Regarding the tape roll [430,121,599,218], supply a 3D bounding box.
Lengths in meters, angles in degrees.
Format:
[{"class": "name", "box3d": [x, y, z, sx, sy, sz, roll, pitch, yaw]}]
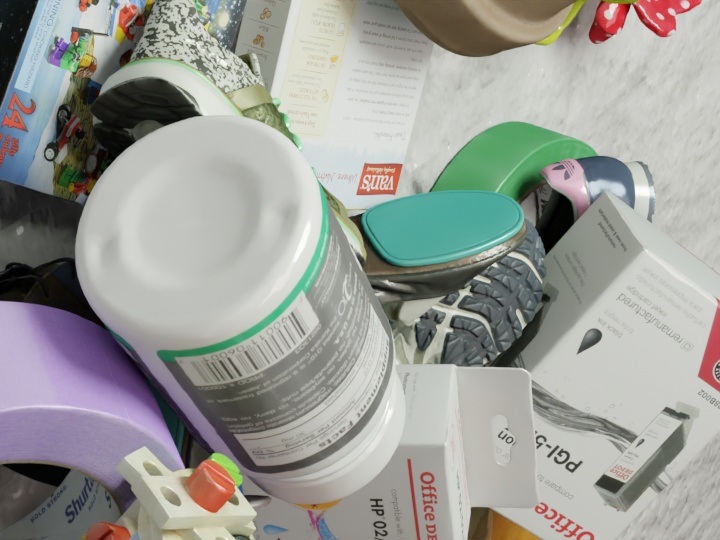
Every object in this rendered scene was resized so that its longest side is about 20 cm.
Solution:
[{"class": "tape roll", "box3d": [0.104, -0.001, 1.182, 0.200, 0.048, 0.202, -31, 131, -42]}]

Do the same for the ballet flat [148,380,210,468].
[{"class": "ballet flat", "box3d": [-0.096, 0.047, 0.904, 0.064, 0.067, 0.202, 40, 58, -69]}]

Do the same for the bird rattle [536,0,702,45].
[{"class": "bird rattle", "box3d": [0.163, -0.228, 1.103, 0.199, 0.112, 0.165, -19, 106, -52]}]

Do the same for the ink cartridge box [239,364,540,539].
[{"class": "ink cartridge box", "box3d": [0.000, 0.118, 0.966, 0.068, 0.197, 0.116, -78, 164, -51]}]

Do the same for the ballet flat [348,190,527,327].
[{"class": "ballet flat", "box3d": [0.000, 0.000, 0.984, 0.198, 0.068, 0.069, -9, 134, -16]}]

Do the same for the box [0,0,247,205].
[{"class": "box", "box3d": [-0.115, -0.131, 0.817, 0.136, 0.037, 0.202, 17, 94, -56]}]

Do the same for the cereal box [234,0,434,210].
[{"class": "cereal box", "box3d": [-0.011, -0.134, 0.958, 0.143, 0.039, 0.202, 0, 108, -55]}]

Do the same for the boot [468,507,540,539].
[{"class": "boot", "box3d": [0.104, 0.202, 1.247, 0.144, 0.070, 0.203, 42, 58, -44]}]

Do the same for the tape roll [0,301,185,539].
[{"class": "tape roll", "box3d": [-0.178, 0.109, 0.756, 0.198, 0.066, 0.201, -17, 138, -15]}]

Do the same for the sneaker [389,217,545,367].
[{"class": "sneaker", "box3d": [0.032, 0.038, 1.062, 0.200, 0.086, 0.078, -49, 122, -5]}]

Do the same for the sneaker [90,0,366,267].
[{"class": "sneaker", "box3d": [-0.051, -0.064, 0.841, 0.200, 0.076, 0.089, 48, 44, -48]}]

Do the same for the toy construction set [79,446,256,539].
[{"class": "toy construction set", "box3d": [-0.114, 0.132, 0.707, 0.199, 0.093, 0.131, -36, 141, 24]}]

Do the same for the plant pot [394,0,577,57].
[{"class": "plant pot", "box3d": [0.111, -0.231, 0.902, 0.199, 0.173, 0.203, 17, 69, -51]}]

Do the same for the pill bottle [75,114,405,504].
[{"class": "pill bottle", "box3d": [-0.047, 0.028, 0.792, 0.114, 0.112, 0.200, -55, 151, -18]}]

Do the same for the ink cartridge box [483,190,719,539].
[{"class": "ink cartridge box", "box3d": [0.153, 0.074, 1.095, 0.146, 0.083, 0.200, 32, 108, -26]}]

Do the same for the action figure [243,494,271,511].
[{"class": "action figure", "box3d": [-0.061, 0.216, 0.838, 0.104, 0.199, 0.196, -8, 107, -45]}]

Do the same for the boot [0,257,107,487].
[{"class": "boot", "box3d": [-0.178, 0.021, 0.806, 0.200, 0.074, 0.098, 52, 46, -50]}]

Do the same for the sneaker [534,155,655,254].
[{"class": "sneaker", "box3d": [0.130, 0.014, 1.145, 0.081, 0.070, 0.202, 6, 113, -22]}]
